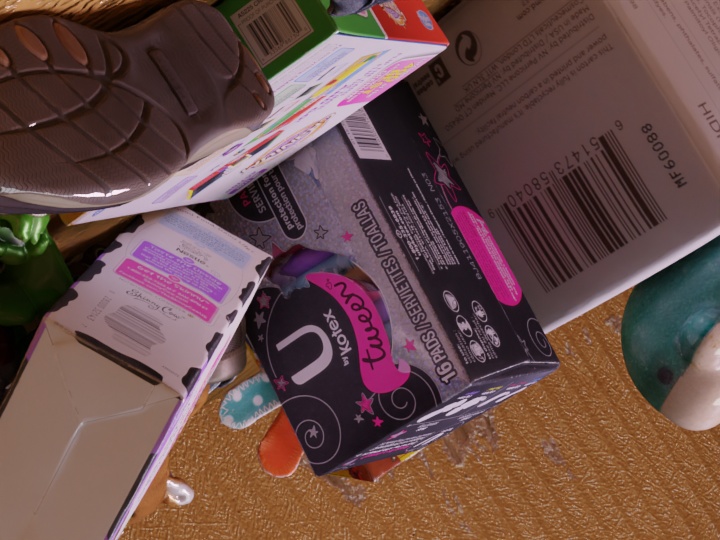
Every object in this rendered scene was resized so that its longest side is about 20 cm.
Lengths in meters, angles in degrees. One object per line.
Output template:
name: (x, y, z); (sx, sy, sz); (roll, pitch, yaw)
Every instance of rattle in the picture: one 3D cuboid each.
rattle: (-0.004, 0.028, 1.153); (0.143, 0.130, 0.201); (-33, 136, -74)

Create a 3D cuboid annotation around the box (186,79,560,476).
box: (0.000, 0.000, 1.003); (0.115, 0.200, 0.132); (-34, 166, 25)

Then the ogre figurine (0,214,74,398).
ogre figurine: (-0.194, 0.035, 0.827); (0.120, 0.098, 0.200); (-43, -169, -20)

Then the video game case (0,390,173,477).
video game case: (-0.210, 0.109, 1.210); (0.019, 0.143, 0.200); (-30, 177, 22)

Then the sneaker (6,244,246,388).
sneaker: (-0.160, 0.022, 0.975); (0.199, 0.076, 0.070); (-1, -168, 8)

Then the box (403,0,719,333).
box: (0.155, -0.100, 1.076); (0.171, 0.200, 0.199); (-26, 173, -43)

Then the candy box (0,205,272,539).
candy box: (-0.125, 0.073, 0.839); (0.168, 0.071, 0.200); (-61, -178, 20)

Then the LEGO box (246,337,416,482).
LEGO box: (-0.029, 0.041, 1.236); (0.077, 0.200, 0.149); (-31, -176, -16)

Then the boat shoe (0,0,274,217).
boat shoe: (-0.105, -0.048, 0.652); (0.073, 0.075, 0.200); (-35, 174, 28)

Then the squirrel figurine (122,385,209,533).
squirrel figurine: (-0.144, 0.076, 1.131); (0.187, 0.141, 0.200); (88, 24, -49)

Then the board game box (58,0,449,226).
board game box: (-0.051, -0.084, 0.840); (0.153, 0.040, 0.200); (-33, 176, 16)

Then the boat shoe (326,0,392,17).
boat shoe: (0.022, -0.133, 0.665); (0.091, 0.071, 0.200); (-31, 169, 7)

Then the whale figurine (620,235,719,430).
whale figurine: (0.241, 0.008, 1.141); (0.159, 0.104, 0.200); (-31, 153, -48)

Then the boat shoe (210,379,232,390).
boat shoe: (-0.114, 0.041, 1.389); (0.200, 0.091, 0.071); (-35, 175, 38)
